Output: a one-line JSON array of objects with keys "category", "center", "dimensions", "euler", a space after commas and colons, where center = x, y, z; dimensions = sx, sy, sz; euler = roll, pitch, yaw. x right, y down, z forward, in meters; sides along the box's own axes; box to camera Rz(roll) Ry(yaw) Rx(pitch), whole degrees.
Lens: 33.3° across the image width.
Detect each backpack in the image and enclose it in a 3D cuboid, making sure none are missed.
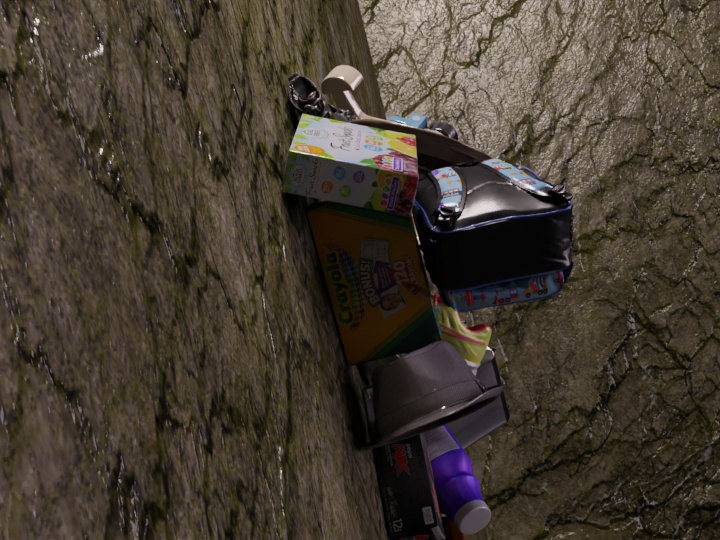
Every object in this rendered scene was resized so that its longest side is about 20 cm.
[{"category": "backpack", "center": [0.149, -0.055, 1.451], "dimensions": [0.200, 0.182, 0.135], "euler": [-119, -161, -64]}]

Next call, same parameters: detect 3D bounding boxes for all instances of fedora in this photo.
[{"category": "fedora", "center": [0.072, 0.140, 1.416], "dimensions": [0.200, 0.177, 0.090], "euler": [0, 65, -63]}]

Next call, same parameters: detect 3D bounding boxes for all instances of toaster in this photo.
[{"category": "toaster", "center": [0.126, 0.159, 1.808], "dimensions": [0.181, 0.119, 0.200], "euler": [46, -17, 41]}]

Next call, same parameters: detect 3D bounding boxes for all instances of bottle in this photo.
[{"category": "bottle", "center": [0.104, 0.262, 1.583], "dimensions": [0.200, 0.083, 0.065], "euler": [52, -13, 47]}]

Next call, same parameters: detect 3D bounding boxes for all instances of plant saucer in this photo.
[{"category": "plant saucer", "center": [0.077, -0.155, 1.585], "dimensions": [0.200, 0.200, 0.030], "euler": [36, 68, -81]}]

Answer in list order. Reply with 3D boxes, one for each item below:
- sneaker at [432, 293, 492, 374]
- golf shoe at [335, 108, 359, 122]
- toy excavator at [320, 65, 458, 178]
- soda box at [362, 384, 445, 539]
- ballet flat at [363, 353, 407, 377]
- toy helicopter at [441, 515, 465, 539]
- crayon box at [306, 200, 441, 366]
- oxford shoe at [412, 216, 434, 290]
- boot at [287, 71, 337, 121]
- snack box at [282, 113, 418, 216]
[{"category": "sneaker", "center": [0.085, 0.058, 1.576], "dimensions": [0.200, 0.090, 0.078], "euler": [33, 5, -11]}, {"category": "golf shoe", "center": [-0.025, -0.156, 1.716], "dimensions": [0.200, 0.078, 0.095], "euler": [-114, -145, -44]}, {"category": "toy excavator", "center": [0.037, -0.199, 1.805], "dimensions": [0.100, 0.200, 0.195], "euler": [-55, 154, -39]}, {"category": "soda box", "center": [0.055, 0.242, 1.520], "dimensions": [0.071, 0.063, 0.200], "euler": [65, 13, -62]}, {"category": "ballet flat", "center": [0.045, 0.124, 1.588], "dimensions": [0.200, 0.071, 0.071], "euler": [33, 33, -35]}, {"category": "toy helicopter", "center": [0.111, 0.409, 1.617], "dimensions": [0.200, 0.079, 0.132], "euler": [74, 5, -60]}, {"category": "crayon box", "center": [0.018, 0.003, 1.455], "dimensions": [0.058, 0.119, 0.200], "euler": [-75, 150, -78]}, {"category": "oxford shoe", "center": [0.090, -0.019, 1.752], "dimensions": [0.200, 0.074, 0.071], "euler": [-67, 169, -58]}, {"category": "boot", "center": [-0.031, -0.148, 1.513], "dimensions": [0.174, 0.069, 0.200], "euler": [60, -4, -39]}, {"category": "snack box", "center": [-0.009, -0.123, 1.362], "dimensions": [0.200, 0.142, 0.053], "euler": [-87, -173, -71]}]
